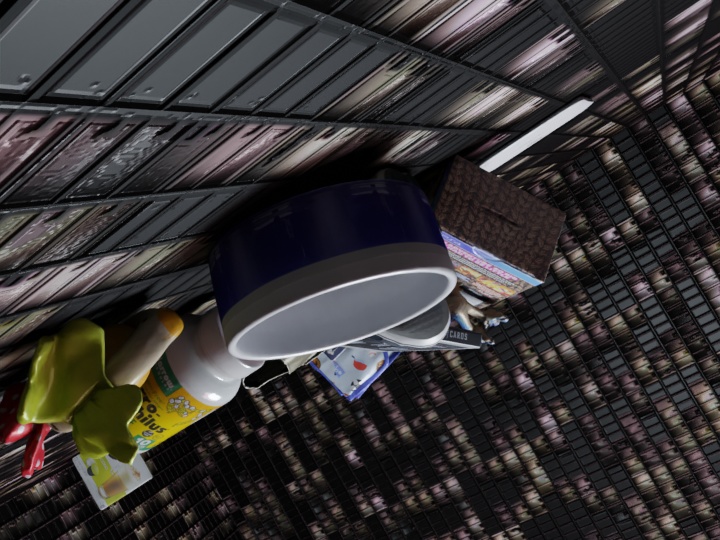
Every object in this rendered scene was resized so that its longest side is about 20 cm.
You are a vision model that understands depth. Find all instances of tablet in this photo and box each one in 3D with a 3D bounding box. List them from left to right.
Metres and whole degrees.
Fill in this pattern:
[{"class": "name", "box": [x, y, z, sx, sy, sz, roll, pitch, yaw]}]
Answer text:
[{"class": "tablet", "box": [0.252, -0.197, 1.148, 0.199, 0.014, 0.130, -32, 177, 25]}]

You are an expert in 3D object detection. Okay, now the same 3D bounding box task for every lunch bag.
[{"class": "lunch bag", "box": [-0.006, 0.076, 1.191, 0.200, 0.170, 0.124, -44, 178, -18]}]

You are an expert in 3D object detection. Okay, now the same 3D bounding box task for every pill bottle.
[{"class": "pill bottle", "box": [-0.209, 0.120, 0.886, 0.199, 0.114, 0.113, -31, 176, 20]}]

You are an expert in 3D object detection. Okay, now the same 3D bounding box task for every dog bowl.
[{"class": "dog bowl", "box": [-0.024, 0.005, 0.648, 0.198, 0.080, 0.200, -16, 163, -5]}]

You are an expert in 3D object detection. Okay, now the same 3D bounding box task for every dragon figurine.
[{"class": "dragon figurine", "box": [0.097, 0.045, 1.033, 0.059, 0.198, 0.100, -66, 155, -18]}]

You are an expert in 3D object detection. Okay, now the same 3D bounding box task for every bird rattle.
[{"class": "bird rattle", "box": [-0.223, 0.100, 0.650, 0.163, 0.113, 0.200, -48, -169, -35]}]

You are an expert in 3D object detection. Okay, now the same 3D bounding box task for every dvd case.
[{"class": "dvd case", "box": [0.035, 0.086, 1.003, 0.149, 0.025, 0.199, 13, 166, -39]}]

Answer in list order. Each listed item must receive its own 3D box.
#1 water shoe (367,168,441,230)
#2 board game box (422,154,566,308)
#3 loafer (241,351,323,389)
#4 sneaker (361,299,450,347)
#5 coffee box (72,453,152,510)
[{"class": "water shoe", "box": [0.026, -0.057, 0.788, 0.078, 0.072, 0.200, -28, 167, 13]}, {"class": "board game box", "box": [0.138, -0.040, 0.999, 0.098, 0.158, 0.200, -67, -170, -18]}, {"class": "loafer", "box": [-0.095, 0.114, 1.103, 0.199, 0.075, 0.070, -35, -156, 17]}, {"class": "sneaker", "box": [0.008, 0.031, 0.795, 0.079, 0.199, 0.080, -50, 149, -23]}, {"class": "coffee box", "box": [-0.852, 0.681, 2.646, 0.197, 0.201, 0.200, -30, 176, -24]}]
